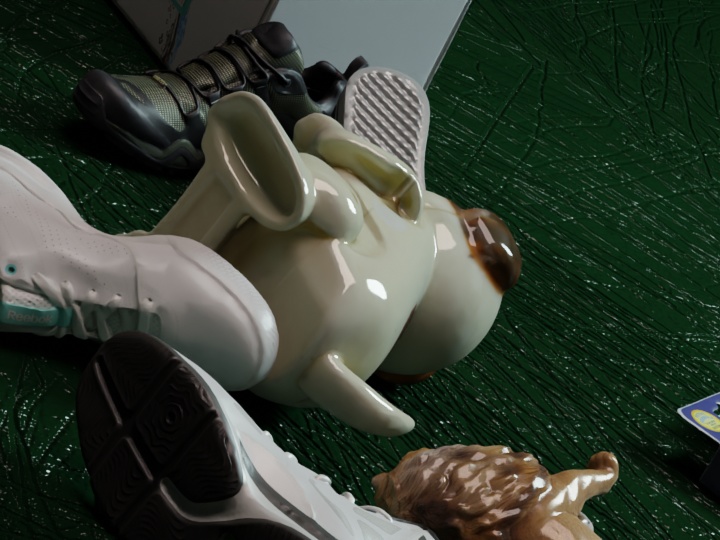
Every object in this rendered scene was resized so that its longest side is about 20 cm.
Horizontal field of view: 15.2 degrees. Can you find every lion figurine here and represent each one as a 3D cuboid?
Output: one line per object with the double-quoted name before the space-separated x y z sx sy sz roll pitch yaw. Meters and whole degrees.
"lion figurine" 0.102 0.151 1.268 0.200 0.073 0.122 43 31 26

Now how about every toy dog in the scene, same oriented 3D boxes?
"toy dog" 0.000 0.000 1.418 0.194 0.140 0.200 40 21 27

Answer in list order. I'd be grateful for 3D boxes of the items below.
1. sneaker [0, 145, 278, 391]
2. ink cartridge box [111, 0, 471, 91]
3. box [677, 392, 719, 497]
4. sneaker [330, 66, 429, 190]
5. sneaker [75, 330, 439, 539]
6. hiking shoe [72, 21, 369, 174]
"sneaker" -0.139 0.013 1.318 0.200 0.075 0.088 27 31 15
"ink cartridge box" -0.050 -0.188 1.816 0.147 0.146 0.200 13 24 -36
"box" 0.279 0.141 1.591 0.200 0.032 0.121 36 20 19
"sneaker" -0.001 -0.028 1.593 0.078 0.079 0.200 20 44 -5
"sneaker" -0.040 0.110 1.202 0.201 0.076 0.115 48 18 28
"hiking shoe" -0.086 -0.113 1.641 0.200 0.101 0.076 7 28 -47
